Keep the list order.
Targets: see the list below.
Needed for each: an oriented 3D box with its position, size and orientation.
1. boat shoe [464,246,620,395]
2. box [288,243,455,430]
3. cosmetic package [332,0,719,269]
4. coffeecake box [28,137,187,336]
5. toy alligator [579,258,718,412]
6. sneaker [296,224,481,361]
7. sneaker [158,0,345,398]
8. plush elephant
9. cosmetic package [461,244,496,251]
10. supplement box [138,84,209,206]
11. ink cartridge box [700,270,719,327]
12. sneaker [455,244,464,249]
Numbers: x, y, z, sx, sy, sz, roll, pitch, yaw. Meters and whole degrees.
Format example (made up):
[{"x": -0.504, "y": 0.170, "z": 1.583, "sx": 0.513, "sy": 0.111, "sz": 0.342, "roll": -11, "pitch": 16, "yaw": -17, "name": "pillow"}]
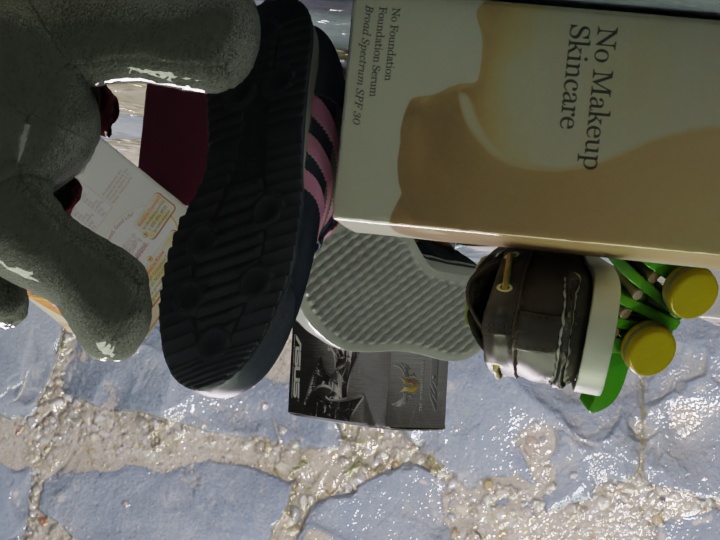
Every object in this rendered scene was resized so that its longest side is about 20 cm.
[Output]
[{"x": 0.080, "y": 0.011, "z": 1.098, "sx": 0.060, "sy": 0.072, "sz": 0.201, "roll": 8, "pitch": -173, "yaw": -2, "name": "boat shoe"}, {"x": 0.008, "y": 0.008, "z": 1.631, "sx": 0.048, "sy": 0.202, "sz": 0.158, "roll": 4, "pitch": 180, "yaw": -26, "name": "box"}, {"x": 0.093, "y": -0.059, "z": 1.011, "sx": 0.198, "sy": 0.106, "sz": 0.071, "roll": 4, "pitch": 177, "yaw": 9, "name": "cosmetic package"}, {"x": -0.193, "y": -0.052, "z": 1.250, "sx": 0.200, "sy": 0.073, "sz": 0.153, "roll": 40, "pitch": 166, "yaw": -18, "name": "coffeecake box"}, {"x": 0.166, "y": -0.011, "z": 1.270, "sx": 0.054, "sy": 0.201, "sz": 0.059, "roll": 24, "pitch": -162, "yaw": -32, "name": "toy alligator"}, {"x": 0.000, "y": 0.000, "z": 1.289, "sx": 0.079, "sy": 0.079, "sz": 0.200, "roll": 36, "pitch": -173, "yaw": 33, "name": "sneaker"}, {"x": -0.033, "y": -0.021, "z": 1.021, "sx": 0.070, "sy": 0.201, "sz": 0.082, "roll": -7, "pitch": 143, "yaw": 27, "name": "sneaker"}, {"x": -0.166, "y": -0.062, "z": 1.007, "sx": 0.199, "sy": 0.166, "sz": 0.155, "roll": 15, "pitch": 177, "yaw": -16, "name": "plush elephant"}, {"x": 0.089, "y": -0.056, "z": 1.277, "sx": 0.106, "sy": 0.091, "sz": 0.200, "roll": 2, "pitch": 180, "yaw": 19, "name": "cosmetic package"}, {"x": -0.057, "y": -0.068, "z": 1.380, "sx": 0.109, "sy": 0.086, "sz": 0.200, "roll": 6, "pitch": 177, "yaw": 7, "name": "supplement box"}, {"x": 0.404, "y": 0.017, "z": 2.220, "sx": 0.144, "sy": 0.086, "sz": 0.200, "roll": 5, "pitch": 176, "yaw": 15, "name": "ink cartridge box"}, {"x": 0.087, "y": -0.043, "z": 1.692, "sx": 0.199, "sy": 0.080, "sz": 0.095, "roll": 5, "pitch": 179, "yaw": 35, "name": "sneaker"}]
